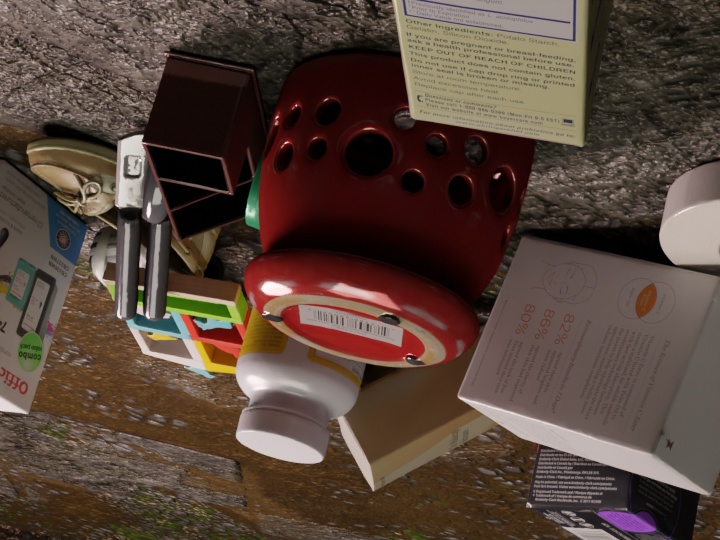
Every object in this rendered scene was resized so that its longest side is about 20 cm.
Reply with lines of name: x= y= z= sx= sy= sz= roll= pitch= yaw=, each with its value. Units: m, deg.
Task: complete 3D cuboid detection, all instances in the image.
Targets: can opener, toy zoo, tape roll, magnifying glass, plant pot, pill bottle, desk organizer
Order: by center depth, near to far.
plant pot: x=0.015 y=-0.035 z=1.316 sx=0.199 sy=0.184 sz=0.201 roll=13 pitch=162 yaw=4
tape roll: x=0.325 y=-0.023 z=1.334 sx=0.202 sy=0.037 sz=0.203 roll=13 pitch=159 yaw=5
desk organizer: x=-0.118 y=-0.088 z=1.412 sx=0.071 sy=0.077 sz=0.200 roll=12 pitch=160 yaw=8
magnifying glass: x=-0.068 y=-0.061 z=1.472 sx=0.022 sy=0.080 sz=0.200 roll=19 pitch=171 yaw=4
can opener: x=-0.187 y=-0.033 z=1.533 sx=0.052 sy=0.067 sz=0.201 roll=4 pitch=130 yaw=-8
pill bottle: x=-0.047 y=0.063 z=1.581 sx=0.111 sy=0.201 sz=0.112 roll=13 pitch=160 yaw=5
toy zoo: x=-0.160 y=0.055 z=1.695 sx=0.130 sy=0.021 sz=0.200 roll=9 pitch=155 yaw=13

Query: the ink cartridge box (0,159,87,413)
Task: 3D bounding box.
ink cartridge box: x=-0.381 y=0.015 z=1.687 sx=0.145 sy=0.201 sz=0.147 roll=3 pitch=157 yaw=29

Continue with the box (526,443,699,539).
box: x=0.236 y=0.134 z=1.568 sx=0.106 sy=0.201 sz=0.122 roll=-3 pitch=154 yaw=40

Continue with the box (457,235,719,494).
box: x=0.207 y=0.075 z=1.448 sx=0.199 sy=0.153 sz=0.106 roll=15 pitch=167 yaw=42

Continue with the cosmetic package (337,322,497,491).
cosmetic package: x=0.081 y=0.121 z=1.670 sx=0.199 sy=0.071 sz=0.105 roll=-28 pitch=160 yaw=-6

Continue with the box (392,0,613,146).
box: x=0.080 y=-0.187 z=0.869 sx=0.096 sy=0.177 sz=0.200 roll=10 pitch=160 yaw=10

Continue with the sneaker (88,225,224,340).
sneaker: x=-0.165 y=0.020 z=1.739 sx=0.115 sy=0.075 sz=0.200 roll=-4 pitch=152 yaw=37

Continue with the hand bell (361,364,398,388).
hand bell: x=-0.058 y=0.068 z=1.745 sx=0.199 sy=0.105 sz=0.104 roll=-2 pitch=154 yaw=41

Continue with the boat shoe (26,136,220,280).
boat shoe: x=-0.212 y=-0.056 z=1.580 sx=0.200 sy=0.063 sz=0.073 roll=30 pitch=155 yaw=-37
